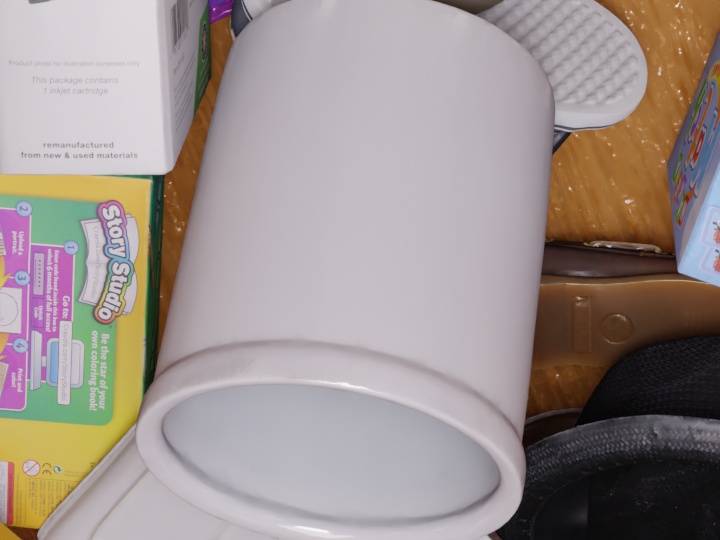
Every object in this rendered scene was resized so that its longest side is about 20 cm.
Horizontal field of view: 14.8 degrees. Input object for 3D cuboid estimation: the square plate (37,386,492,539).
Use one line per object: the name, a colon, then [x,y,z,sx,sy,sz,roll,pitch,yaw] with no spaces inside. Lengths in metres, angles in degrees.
square plate: [-0.046,0.145,1.337,0.200,0.028,0.198,46,119,8]

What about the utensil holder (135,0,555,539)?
utensil holder: [0.000,0.000,1.233,0.169,0.201,0.170,7,152,4]

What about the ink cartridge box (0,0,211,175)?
ink cartridge box: [-0.119,-0.160,1.251,0.084,0.146,0.201,0,110,5]

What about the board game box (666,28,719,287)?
board game box: [0.193,-0.108,1.271,0.036,0.151,0.201,17,111,-2]

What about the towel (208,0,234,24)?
towel: [-0.116,-0.178,1.334,0.199,0.023,0.144,-22,107,11]

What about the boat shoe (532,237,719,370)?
boat shoe: [0.130,0.015,1.365,0.199,0.070,0.071,10,120,3]

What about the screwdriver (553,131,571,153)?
screwdriver: [0.051,-0.025,1.354,0.200,0.029,0.028,-50,56,4]

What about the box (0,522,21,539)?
box: [-0.261,0.163,1.415,0.199,0.042,0.119,-15,137,29]

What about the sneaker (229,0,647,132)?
sneaker: [0.034,-0.105,1.323,0.199,0.079,0.079,15,152,-9]

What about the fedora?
fedora: [0.156,0.090,1.311,0.199,0.092,0.201,9,149,5]

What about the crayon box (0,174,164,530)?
crayon box: [-0.162,0.031,1.397,0.118,0.058,0.201,5,111,1]

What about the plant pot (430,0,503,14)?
plant pot: [0.034,-0.209,1.183,0.186,0.200,0.188,0,88,-10]

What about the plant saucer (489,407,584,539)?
plant saucer: [0.101,0.170,1.395,0.199,0.032,0.201,1,88,-36]
